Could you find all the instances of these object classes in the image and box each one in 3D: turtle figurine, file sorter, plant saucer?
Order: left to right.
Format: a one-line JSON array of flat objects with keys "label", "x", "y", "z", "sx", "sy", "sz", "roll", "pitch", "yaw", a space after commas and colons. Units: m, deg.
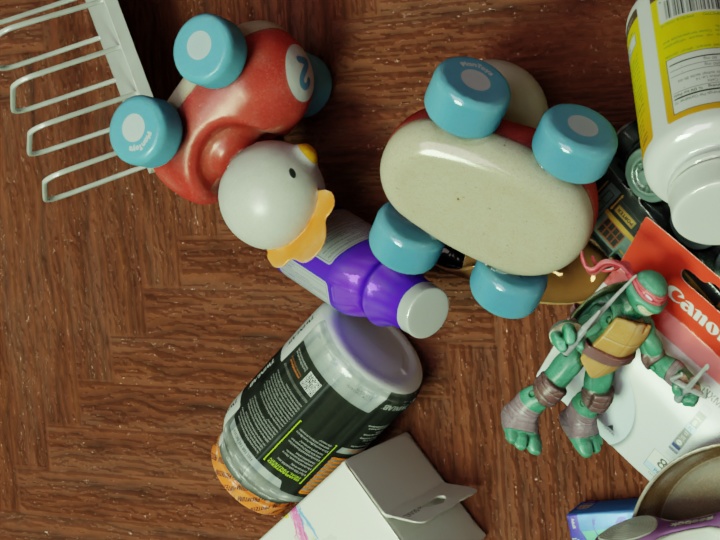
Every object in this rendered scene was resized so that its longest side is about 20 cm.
[{"label": "file sorter", "x": -0.277, "y": -0.184, "z": 1.459, "sx": 0.124, "sy": 0.139, "sz": 0.202, "roll": -20, "pitch": 87, "yaw": -14}, {"label": "turtle figurine", "x": 0.198, "y": 0.066, "z": 1.193, "sx": 0.149, "sy": 0.101, "sz": 0.201, "roll": 19, "pitch": 130, "yaw": -17}, {"label": "plant saucer", "x": 0.315, "y": 0.226, "z": 1.213, "sx": 0.199, "sy": 0.034, "sz": 0.202, "roll": 9, "pitch": 110, "yaw": 25}]

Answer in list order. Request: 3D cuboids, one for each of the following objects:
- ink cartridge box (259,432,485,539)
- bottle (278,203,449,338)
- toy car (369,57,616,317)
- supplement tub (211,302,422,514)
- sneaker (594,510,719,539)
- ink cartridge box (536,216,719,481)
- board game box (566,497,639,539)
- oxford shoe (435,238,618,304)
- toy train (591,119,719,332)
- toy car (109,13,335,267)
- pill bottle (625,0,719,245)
[{"label": "ink cartridge box", "x": 0.006, "y": 0.251, "z": 1.401, "sx": 0.200, "sy": 0.128, "sz": 0.126, "roll": -45, "pitch": 76, "yaw": 26}, {"label": "bottle", "x": 0.000, "y": 0.000, "z": 1.354, "sx": 0.200, "sy": 0.083, "sz": 0.066, "roll": 31, "pitch": 138, "yaw": 46}, {"label": "toy car", "x": 0.121, "y": -0.105, "z": 1.254, "sx": 0.176, "sy": 0.201, "sz": 0.185, "roll": 23, "pitch": 132, "yaw": 2}, {"label": "supplement tub", "x": -0.045, "y": 0.130, "z": 1.413, "sx": 0.123, "sy": 0.122, "sz": 0.200, "roll": 50, "pitch": 117, "yaw": 13}, {"label": "sneaker", "x": 0.256, "y": 0.239, "z": 1.183, "sx": 0.199, "sy": 0.075, "sz": 0.100, "roll": -14, "pitch": 98, "yaw": 29}, {"label": "ink cartridge box", "x": 0.244, "y": 0.076, "z": 1.237, "sx": 0.160, "sy": 0.047, "sz": 0.201, "roll": 43, "pitch": 144, "yaw": 17}, {"label": "board game box", "x": 0.286, "y": 0.267, "z": 1.291, "sx": 0.199, "sy": 0.045, "sz": 0.154, "roll": -11, "pitch": 93, "yaw": 30}, {"label": "oxford shoe", "x": 0.126, "y": -0.008, "z": 1.325, "sx": 0.198, "sy": 0.071, "sz": 0.072, "roll": 11, "pitch": 102, "yaw": 26}, {"label": "toy train", "x": 0.265, "y": -0.027, "z": 1.242, "sx": 0.200, "sy": 0.085, "sz": 0.114, "roll": 49, "pitch": 130, "yaw": 11}, {"label": "toy car", "x": -0.080, "y": -0.098, "z": 1.338, "sx": 0.177, "sy": 0.184, "sz": 0.200, "roll": -48, "pitch": 67, "yaw": 16}, {"label": "pill bottle", "x": 0.264, "y": -0.123, "z": 1.154, "sx": 0.109, "sy": 0.109, "sz": 0.201, "roll": -23, "pitch": 49, "yaw": 30}]
